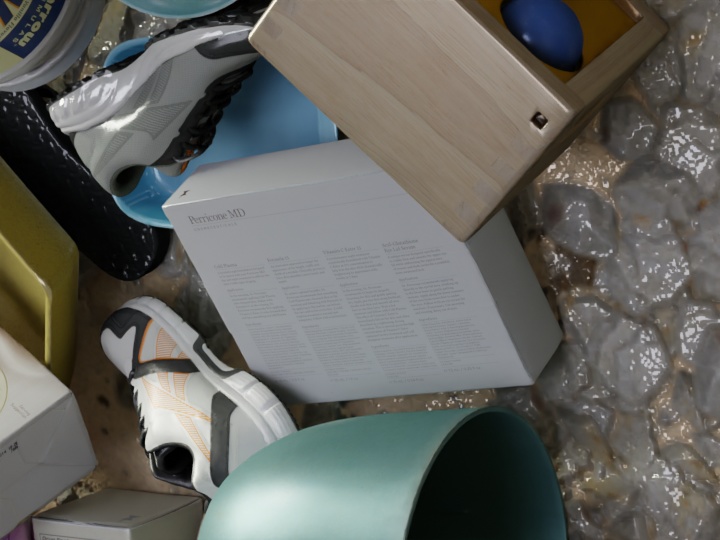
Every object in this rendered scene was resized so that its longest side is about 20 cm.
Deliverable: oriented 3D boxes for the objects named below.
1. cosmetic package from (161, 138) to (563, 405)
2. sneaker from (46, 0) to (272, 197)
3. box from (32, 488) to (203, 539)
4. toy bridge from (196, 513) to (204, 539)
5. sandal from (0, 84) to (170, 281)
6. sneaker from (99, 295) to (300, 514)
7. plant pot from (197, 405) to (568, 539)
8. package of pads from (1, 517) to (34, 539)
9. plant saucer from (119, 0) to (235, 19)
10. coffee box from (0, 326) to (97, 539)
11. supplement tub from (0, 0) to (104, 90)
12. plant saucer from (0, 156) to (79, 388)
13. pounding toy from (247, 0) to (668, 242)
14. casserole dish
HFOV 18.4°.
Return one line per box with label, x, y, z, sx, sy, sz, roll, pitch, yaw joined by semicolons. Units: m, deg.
cosmetic package;0.000;0.000;1.289;0.199;0.052;0.151;-7;123;37
sneaker;-0.102;-0.106;1.325;0.200;0.074;0.080;-26;92;43
box;-0.151;0.253;1.475;0.094;0.078;0.202;3;102;37
toy bridge;-0.080;0.206;1.435;0.067;0.027;0.201;20;118;50
sandal;-0.201;-0.074;1.468;0.200;0.048;0.075;46;123;5
sneaker;-0.117;0.082;1.382;0.200;0.080;0.074;33;156;48
plant pot;0.004;0.174;1.256;0.160;0.200;0.202;0;100;32
package of pads;-0.249;0.234;1.477;0.121;0.075;0.201;96;166;-57
plant saucer;-0.103;-0.245;1.261;0.199;0.027;0.202;9;105;35
coffee box;-0.279;0.084;1.456;0.200;0.114;0.080;38;153;36
supplement tub;-0.256;-0.194;1.338;0.144;0.200;0.146;-6;76;24
plant saucer;-0.247;-0.016;1.468;0.200;0.048;0.200;47;154;18
pounding toy;0.064;-0.155;1.176;0.184;0.200;0.142;43;123;4
casserole dish;-0.084;-0.086;1.376;0.199;0.039;0.122;4;103;37
